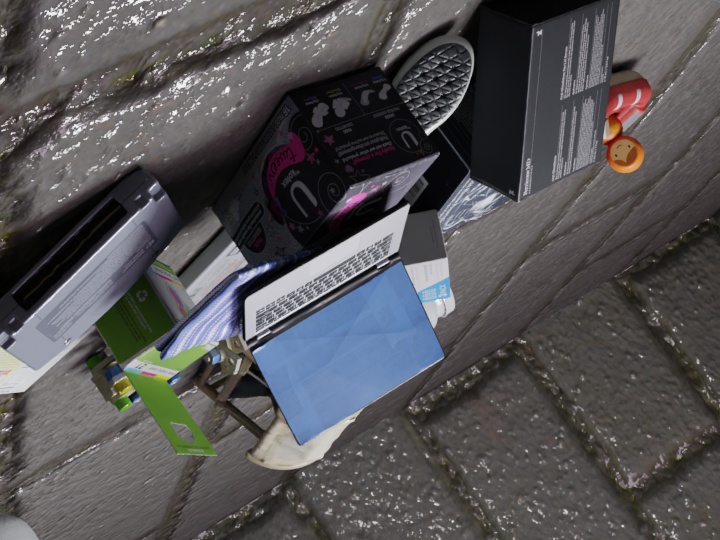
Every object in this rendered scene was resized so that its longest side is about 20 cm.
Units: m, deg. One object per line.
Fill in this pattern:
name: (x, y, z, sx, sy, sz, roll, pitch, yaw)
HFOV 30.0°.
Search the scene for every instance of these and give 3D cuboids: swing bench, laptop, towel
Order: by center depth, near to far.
towel: (-0.094, 0.028, 1.320, 0.145, 0.024, 0.200, -42, 164, 34)
laptop: (-0.009, 0.056, 1.334, 0.187, 0.116, 0.200, -31, 164, -15)
swing bench: (-0.115, 0.172, 1.888, 0.130, 0.200, 0.199, -28, 165, -29)

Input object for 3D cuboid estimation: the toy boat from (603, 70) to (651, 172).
toy boat: (0.347, -0.194, 1.891, 0.200, 0.131, 0.131, -21, 161, -47)

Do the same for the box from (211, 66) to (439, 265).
box: (-0.038, -0.087, 1.340, 0.132, 0.115, 0.200, -24, 163, -40)

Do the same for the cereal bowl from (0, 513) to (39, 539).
cereal bowl: (-0.551, 0.401, 1.873, 0.200, 0.083, 0.200, -33, 167, -8)

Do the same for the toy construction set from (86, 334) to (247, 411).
toy construction set: (-0.238, 0.105, 1.606, 0.200, 0.092, 0.131, -8, 152, -41)

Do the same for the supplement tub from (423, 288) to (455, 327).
supplement tub: (0.022, 0.058, 1.957, 0.200, 0.140, 0.140, -32, 167, -12)

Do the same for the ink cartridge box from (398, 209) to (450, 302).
ink cartridge box: (0.000, 0.000, 1.561, 0.199, 0.068, 0.115, -11, 154, 1)

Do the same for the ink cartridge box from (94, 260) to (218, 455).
ink cartridge box: (-0.193, 0.088, 1.386, 0.076, 0.200, 0.148, -35, 168, 3)

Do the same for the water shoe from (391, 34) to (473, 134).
water shoe: (0.046, -0.168, 1.402, 0.200, 0.071, 0.079, -57, -159, 24)

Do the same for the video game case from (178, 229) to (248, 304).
video game case: (-0.135, -0.015, 1.568, 0.200, 0.023, 0.182, -44, 164, 30)

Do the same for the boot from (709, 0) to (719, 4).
boot: (0.495, -0.344, 1.720, 0.200, 0.132, 0.070, -21, 162, -47)

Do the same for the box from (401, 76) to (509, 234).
box: (0.127, -0.138, 1.599, 0.182, 0.104, 0.200, -29, 166, -31)

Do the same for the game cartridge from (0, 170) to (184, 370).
game cartridge: (-0.249, 0.003, 1.231, 0.200, 0.040, 0.133, -45, 164, -10)

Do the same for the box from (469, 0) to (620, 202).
box: (0.193, -0.193, 1.422, 0.141, 0.079, 0.200, -27, 132, -37)

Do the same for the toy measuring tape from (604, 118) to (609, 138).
toy measuring tape: (0.243, -0.199, 1.618, 0.074, 0.074, 0.200, -38, -155, 14)

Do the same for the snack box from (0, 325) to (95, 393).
snack box: (-0.353, 0.076, 1.305, 0.116, 0.037, 0.200, -40, 166, 14)
